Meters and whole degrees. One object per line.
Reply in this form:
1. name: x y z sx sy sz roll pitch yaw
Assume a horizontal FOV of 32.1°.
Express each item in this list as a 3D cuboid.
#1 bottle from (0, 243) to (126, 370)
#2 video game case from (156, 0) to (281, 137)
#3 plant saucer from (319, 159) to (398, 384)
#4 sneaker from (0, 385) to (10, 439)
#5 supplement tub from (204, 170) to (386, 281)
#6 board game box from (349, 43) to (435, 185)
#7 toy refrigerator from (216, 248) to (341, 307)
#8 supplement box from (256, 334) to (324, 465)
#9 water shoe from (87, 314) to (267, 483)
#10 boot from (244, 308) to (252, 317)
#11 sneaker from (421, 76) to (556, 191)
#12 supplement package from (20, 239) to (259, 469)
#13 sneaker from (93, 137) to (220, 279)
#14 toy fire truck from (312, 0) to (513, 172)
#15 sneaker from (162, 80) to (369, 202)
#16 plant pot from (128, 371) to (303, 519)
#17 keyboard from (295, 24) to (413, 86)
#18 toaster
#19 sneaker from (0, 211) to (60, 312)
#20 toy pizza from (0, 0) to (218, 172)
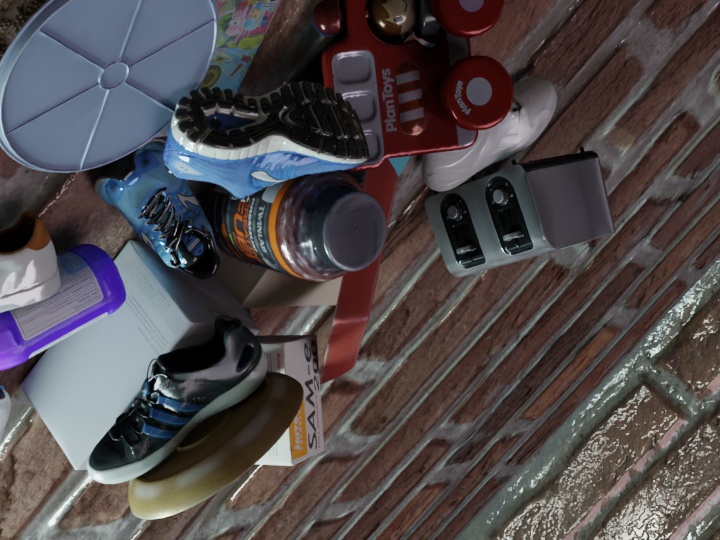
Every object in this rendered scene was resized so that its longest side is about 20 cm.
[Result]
1. bottle: -0.308 0.046 1.106 0.198 0.083 0.066 -30 113 -27
2. video game case: -0.158 -0.184 1.034 0.199 0.022 0.183 -14 144 -49
3. plant saucer: 0.000 0.000 1.297 0.201 0.036 0.203 102 0 -68
4. sneaker: -0.386 0.201 1.240 0.074 0.087 0.201 -7 137 -52
5. supplement tub: -0.060 -0.049 1.184 0.106 0.199 0.109 -6 101 -34
6. board game box: 0.000 -0.135 1.298 0.150 0.047 0.201 -27 163 -31
7. toy refrigerator: -0.081 -0.006 1.395 0.070 0.076 0.199 -52 156 21
8. supplement box: -0.142 0.136 1.338 0.073 0.197 0.128 -9 97 -62
9. water shoe: -0.183 0.115 1.173 0.199 0.071 0.079 -36 125 -8
10. boot: -0.124 0.114 1.432 0.073 0.151 0.201 -29 154 -28
11. sneaker: 0.156 -0.181 1.485 0.199 0.074 0.116 -38 160 -9
12. supplement package: -0.223 0.088 1.265 0.201 0.120 0.121 -50 154 15
13. sneaker: -0.172 -0.051 1.150 0.078 0.090 0.200 -41 156 -3
14. toy fire truck: 0.042 -0.200 1.156 0.165 0.204 0.112 -9 -172 -13
15. sneaker: -0.082 -0.110 1.081 0.197 0.080 0.089 -1 153 -33
16. plant pot: -0.144 0.157 1.192 0.198 0.028 0.200 -31 -163 10
17. keyboard: 0.019 -0.220 1.264 0.200 0.021 0.127 -42 157 1
18. toaster: 0.211 -0.076 1.612 0.198 0.121 0.179 -14 179 -44
19. sneaker: -0.344 0.004 1.018 0.198 0.072 0.086 -25 128 -33
20. toy pizza: -0.195 -0.158 0.954 0.199 0.032 0.201 -33 155 -18
